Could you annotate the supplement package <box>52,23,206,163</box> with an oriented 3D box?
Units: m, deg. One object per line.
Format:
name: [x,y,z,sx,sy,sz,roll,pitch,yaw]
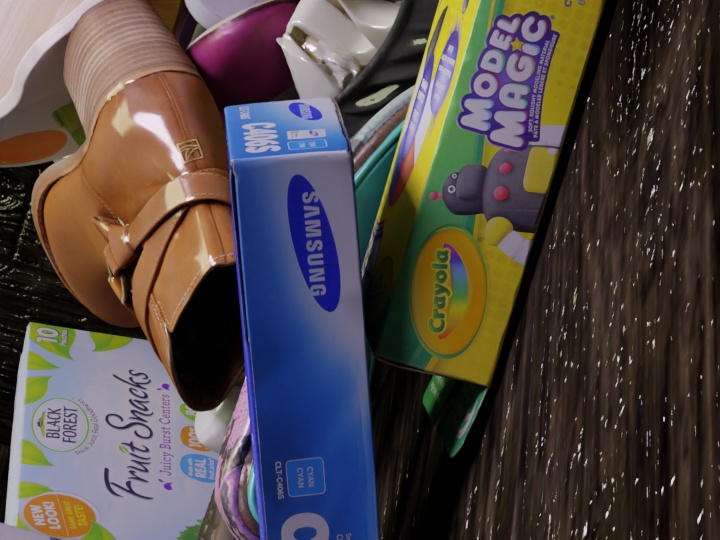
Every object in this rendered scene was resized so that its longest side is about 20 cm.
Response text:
supplement package: [-0.061,-0.122,1.416,0.117,0.117,0.201,39,-121,-55]

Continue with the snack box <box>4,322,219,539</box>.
snack box: [-0.102,0.103,1.339,0.200,0.141,0.053,-100,20,-62]

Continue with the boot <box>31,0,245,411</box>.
boot: [-0.081,-0.001,1.179,0.201,0.076,0.156,105,147,-47]

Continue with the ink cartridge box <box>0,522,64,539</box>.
ink cartridge box: [-0.135,0.200,1.224,0.083,0.199,0.147,-82,11,-54]

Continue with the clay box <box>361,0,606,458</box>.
clay box: [0.040,-0.042,0.971,0.115,0.047,0.201,-117,44,-81]

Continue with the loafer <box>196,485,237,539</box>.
loafer: [-0.035,0.133,1.106,0.200,0.067,0.076,-87,12,-65]

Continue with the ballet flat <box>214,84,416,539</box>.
ballet flat: [-0.011,0.013,1.069,0.071,0.069,0.201,12,78,62]

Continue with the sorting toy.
sorting toy: [-0.121,-0.138,1.262,0.180,0.106,0.201,136,157,-81]

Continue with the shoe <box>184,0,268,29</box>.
shoe: [-0.034,-0.175,1.276,0.091,0.071,0.201,123,171,-62]

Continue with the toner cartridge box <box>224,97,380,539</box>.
toner cartridge box: [-0.019,0.047,0.965,0.095,0.043,0.201,-109,14,-74]

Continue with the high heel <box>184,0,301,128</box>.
high heel: [-0.023,-0.057,1.214,0.097,0.067,0.200,66,-173,12]

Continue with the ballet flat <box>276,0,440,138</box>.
ballet flat: [0.011,-0.099,1.117,0.068,0.068,0.200,-59,10,-32]

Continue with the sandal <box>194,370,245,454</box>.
sandal: [-0.002,0.000,1.189,0.203,0.050,0.082,-55,10,-10]
